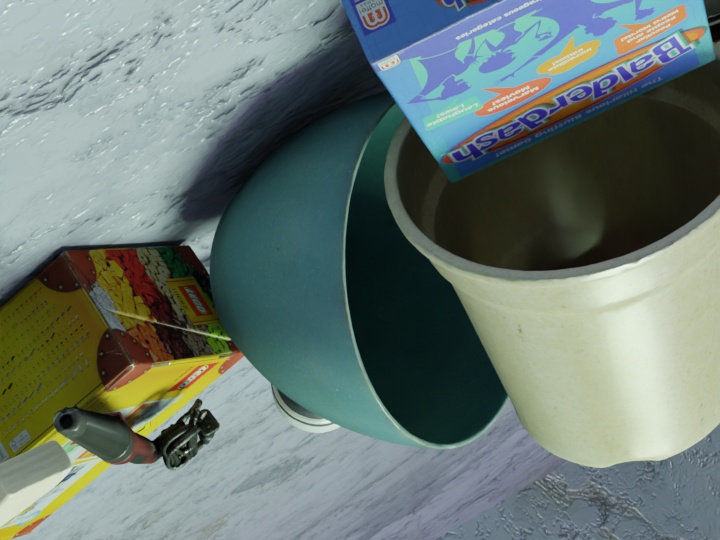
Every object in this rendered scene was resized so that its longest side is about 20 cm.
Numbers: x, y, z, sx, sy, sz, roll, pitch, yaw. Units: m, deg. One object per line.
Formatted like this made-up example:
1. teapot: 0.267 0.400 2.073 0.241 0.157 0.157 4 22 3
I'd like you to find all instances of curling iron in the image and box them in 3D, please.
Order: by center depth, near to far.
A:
1. curling iron: -0.125 0.085 1.199 0.049 0.026 0.200 -40 164 7

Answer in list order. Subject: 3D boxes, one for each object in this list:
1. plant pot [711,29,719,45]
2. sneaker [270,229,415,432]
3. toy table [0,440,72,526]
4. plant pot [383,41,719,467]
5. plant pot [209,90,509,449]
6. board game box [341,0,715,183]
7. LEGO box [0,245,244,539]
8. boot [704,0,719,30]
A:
1. plant pot: 0.249 -0.073 1.426 0.185 0.201 0.187 -24 -165 7
2. sneaker: 0.000 0.000 1.383 0.080 0.078 0.201 89 24 -66
3. toy table: -0.237 0.155 1.146 0.117 0.200 0.184 -47 176 39
4. plant pot: 0.129 -0.001 1.205 0.199 0.200 0.184 -31 133 -14
5. plant pot: -0.007 -0.001 1.266 0.134 0.202 0.199 -2 -171 34
6. board game box: 0.085 -0.115 1.046 0.151 0.045 0.200 -25 163 7
7. LEGO box: -0.181 0.076 1.281 0.200 0.077 0.149 -39 167 19
8. boot: 0.193 -0.191 1.255 0.210 0.080 0.158 -31 167 -14
